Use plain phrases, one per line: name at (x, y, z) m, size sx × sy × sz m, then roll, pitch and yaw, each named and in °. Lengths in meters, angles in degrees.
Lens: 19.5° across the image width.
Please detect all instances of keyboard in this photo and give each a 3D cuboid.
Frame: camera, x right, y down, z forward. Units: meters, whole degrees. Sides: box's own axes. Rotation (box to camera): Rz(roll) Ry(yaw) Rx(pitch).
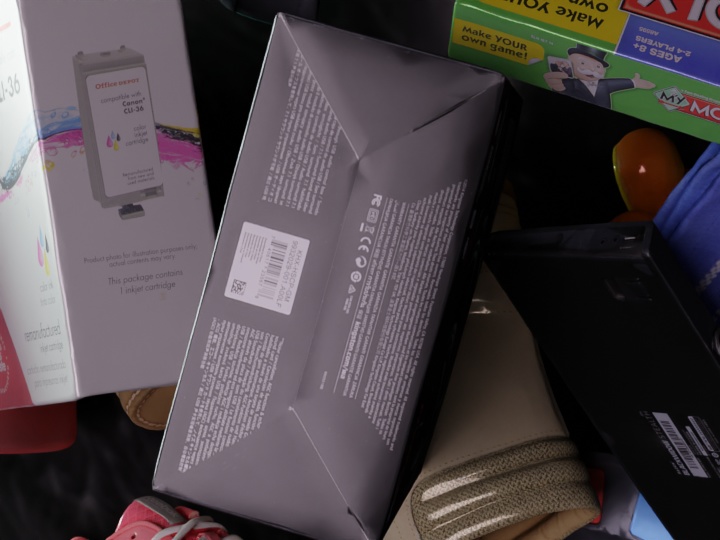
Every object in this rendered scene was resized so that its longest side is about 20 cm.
keyboard at (0.129, 0.048, 0.728) m, size 0.104 × 0.040 × 0.200 m, roll 3°, pitch 140°, yaw 43°

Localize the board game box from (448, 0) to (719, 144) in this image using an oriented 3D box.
board game box at (0.143, -0.093, 0.670) m, size 0.199 × 0.135 × 0.029 m, roll 18°, pitch 145°, yaw 9°

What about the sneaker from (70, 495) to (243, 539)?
sneaker at (-0.076, 0.138, 0.906) m, size 0.199 × 0.074 × 0.087 m, roll -18°, pitch 80°, yaw 38°

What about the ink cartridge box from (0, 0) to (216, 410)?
ink cartridge box at (-0.111, -0.052, 0.801) m, size 0.116 × 0.067 × 0.202 m, roll -14°, pitch 84°, yaw 64°

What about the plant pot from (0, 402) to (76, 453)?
plant pot at (-0.210, -0.022, 0.907) m, size 0.199 × 0.200 × 0.179 m, roll 7°, pitch 89°, yaw 26°

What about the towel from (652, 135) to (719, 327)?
towel at (0.181, 0.030, 0.719) m, size 0.199 × 0.024 × 0.145 m, roll 24°, pitch 138°, yaw -7°

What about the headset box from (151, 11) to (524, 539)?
headset box at (0.000, 0.000, 0.713) m, size 0.077 × 0.200 × 0.150 m, roll 16°, pitch 93°, yaw 6°

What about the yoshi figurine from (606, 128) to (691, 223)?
yoshi figurine at (0.183, -0.045, 0.740) m, size 0.199 × 0.112 × 0.113 m, roll -14°, pitch 81°, yaw 20°

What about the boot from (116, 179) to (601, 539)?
boot at (-0.007, 0.066, 0.852) m, size 0.199 × 0.073 × 0.156 m, roll -25°, pitch 68°, yaw 22°

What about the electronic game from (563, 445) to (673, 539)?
electronic game at (0.093, 0.170, 0.850) m, size 0.199 × 0.042 × 0.202 m, roll 4°, pitch 99°, yaw 27°

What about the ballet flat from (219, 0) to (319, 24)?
ballet flat at (0.015, -0.176, 0.834) m, size 0.073 × 0.073 × 0.200 m, roll 44°, pitch 110°, yaw 15°
